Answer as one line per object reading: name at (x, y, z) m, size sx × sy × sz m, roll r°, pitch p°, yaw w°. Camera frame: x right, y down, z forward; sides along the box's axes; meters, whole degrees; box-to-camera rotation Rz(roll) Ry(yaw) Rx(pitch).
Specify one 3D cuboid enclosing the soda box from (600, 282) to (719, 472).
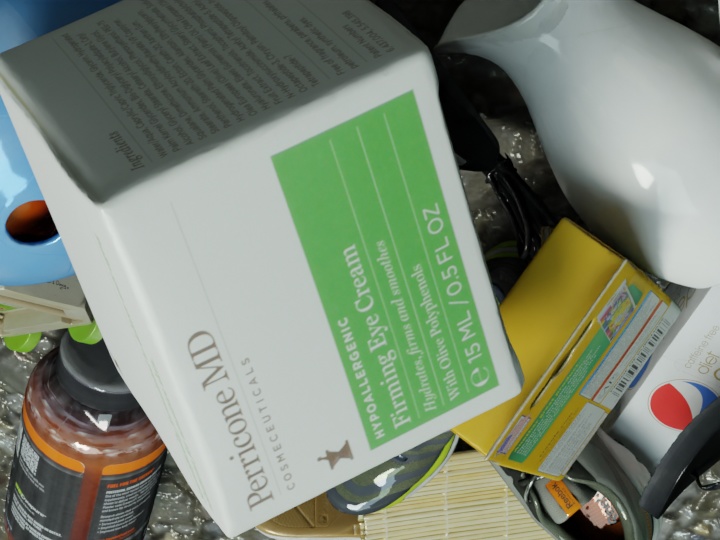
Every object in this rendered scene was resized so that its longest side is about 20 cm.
soda box at (0.215, 0.041, 1.218) m, size 0.063 × 0.068 × 0.200 m, roll 21°, pitch 134°, yaw -5°

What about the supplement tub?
supplement tub at (-0.185, 0.120, 1.381) m, size 0.106 × 0.107 × 0.200 m, roll 18°, pitch 135°, yaw -2°

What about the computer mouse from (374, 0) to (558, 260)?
computer mouse at (0.053, -0.061, 1.070) m, size 0.046 × 0.141 × 0.200 m, roll -36°, pitch 162°, yaw 5°

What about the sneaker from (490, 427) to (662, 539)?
sneaker at (0.111, 0.105, 1.212) m, size 0.074 × 0.079 × 0.200 m, roll -41°, pitch 95°, yaw 21°

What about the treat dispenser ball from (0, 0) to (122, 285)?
treat dispenser ball at (-0.196, -0.092, 1.118) m, size 0.200 × 0.201 × 0.201 m, roll 8°, pitch 134°, yaw 8°

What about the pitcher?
pitcher at (0.164, -0.100, 1.072) m, size 0.200 × 0.121 × 0.171 m, roll 46°, pitch 127°, yaw -11°

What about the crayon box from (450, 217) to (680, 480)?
crayon box at (0.107, 0.045, 1.083) m, size 0.051 × 0.200 × 0.126 m, roll 36°, pitch 93°, yaw 18°

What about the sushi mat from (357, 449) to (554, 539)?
sushi mat at (0.097, 0.160, 1.345) m, size 0.199 × 0.012 × 0.096 m, roll -7°, pitch 119°, yaw -4°

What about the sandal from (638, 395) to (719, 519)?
sandal at (0.248, 0.082, 1.173) m, size 0.043 × 0.200 × 0.076 m, roll 50°, pitch 167°, yaw 22°

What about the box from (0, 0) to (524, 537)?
box at (-0.052, -0.024, 0.980) m, size 0.171 × 0.200 × 0.200 m, roll -25°, pitch 122°, yaw -11°

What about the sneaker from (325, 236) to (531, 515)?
sneaker at (0.036, 0.064, 1.161) m, size 0.074 × 0.081 × 0.200 m, roll 40°, pitch 108°, yaw 16°

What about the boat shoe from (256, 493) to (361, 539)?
boat shoe at (0.019, 0.171, 1.406) m, size 0.199 × 0.071 × 0.069 m, roll 7°, pitch 161°, yaw -1°

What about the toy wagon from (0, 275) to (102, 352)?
toy wagon at (-0.263, 0.019, 1.259) m, size 0.199 × 0.040 × 0.155 m, roll -8°, pitch 162°, yaw 42°
